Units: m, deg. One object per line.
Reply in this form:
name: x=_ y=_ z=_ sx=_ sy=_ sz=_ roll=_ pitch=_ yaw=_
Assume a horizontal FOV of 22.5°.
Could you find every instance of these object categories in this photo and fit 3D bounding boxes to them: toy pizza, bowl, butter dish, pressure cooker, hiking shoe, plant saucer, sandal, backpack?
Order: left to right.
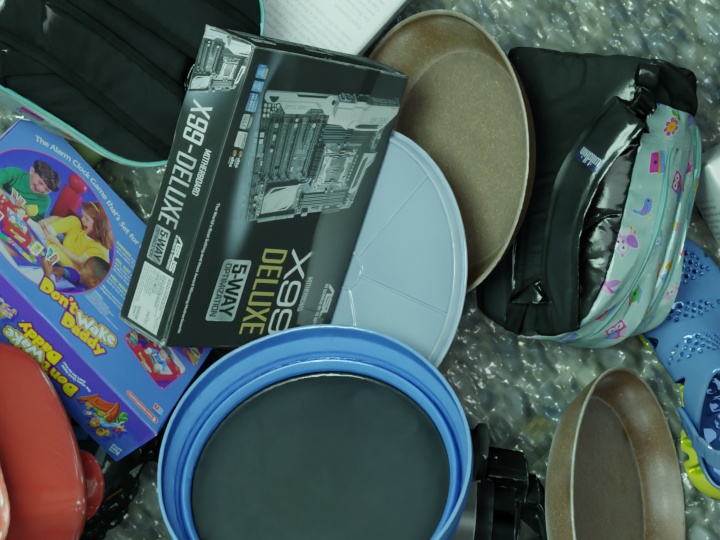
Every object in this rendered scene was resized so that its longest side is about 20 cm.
butter dish: x=-0.227 y=0.134 z=1.111 sx=0.147 sy=0.201 sz=0.200 roll=5 pitch=133 yaw=-38
hiking shoe: x=-0.198 y=0.133 z=1.278 sx=0.200 sy=0.074 sz=0.087 roll=-46 pitch=64 yaw=3
backpack: x=-0.169 y=-0.169 z=1.162 sx=0.199 sy=0.153 sz=0.177 roll=33 pitch=85 yaw=-24
bowl: x=-0.028 y=0.127 z=1.138 sx=0.199 sy=0.039 sz=0.202 roll=-4 pitch=54 yaw=6
toy pizza: x=0.000 y=0.000 z=1.251 sx=0.199 sy=0.032 sz=0.202 roll=-3 pitch=86 yaw=41
pressure cooker: x=0.032 y=0.192 z=1.232 sx=0.198 sy=0.176 sz=0.180 roll=9 pitch=70 yaw=-5
plant saucer: x=0.059 y=-0.077 z=1.246 sx=0.036 sy=0.200 sz=0.202 roll=-1 pitch=90 yaw=-39
backpack: x=0.157 y=-0.046 z=1.249 sx=0.126 sy=0.166 sz=0.202 roll=6 pitch=93 yaw=-39
plant saucer: x=0.174 y=0.168 z=1.251 sx=0.034 sy=0.200 sz=0.202 roll=-7 pitch=90 yaw=31
sandal: x=0.250 y=0.068 z=1.291 sx=0.079 sy=0.087 sz=0.201 roll=-22 pitch=89 yaw=-2

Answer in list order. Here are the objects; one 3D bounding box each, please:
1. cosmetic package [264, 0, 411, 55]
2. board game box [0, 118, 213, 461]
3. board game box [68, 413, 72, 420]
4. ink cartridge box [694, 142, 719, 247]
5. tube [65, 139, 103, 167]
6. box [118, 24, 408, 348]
cosmetic package: x=-0.060 y=-0.158 z=1.277 sx=0.101 sy=0.071 sz=0.200 roll=43 pitch=87 yaw=-1
board game box: x=-0.187 y=0.007 z=1.183 sx=0.045 sy=0.135 sz=0.200 roll=-34 pitch=104 yaw=35
board game box: x=-0.287 y=0.042 z=1.233 sx=0.198 sy=0.047 sz=0.152 roll=8 pitch=49 yaw=-3
ink cartridge box: x=0.345 y=-0.023 z=1.297 sx=0.144 sy=0.084 sz=0.201 roll=-30 pitch=92 yaw=-3
tube: x=-0.260 y=-0.041 z=1.242 sx=0.200 sy=0.058 sz=0.052 roll=-42 pitch=112 yaw=-22
box: x=-0.061 y=-0.049 z=1.182 sx=0.050 sy=0.157 sz=0.201 roll=27 pitch=104 yaw=37
